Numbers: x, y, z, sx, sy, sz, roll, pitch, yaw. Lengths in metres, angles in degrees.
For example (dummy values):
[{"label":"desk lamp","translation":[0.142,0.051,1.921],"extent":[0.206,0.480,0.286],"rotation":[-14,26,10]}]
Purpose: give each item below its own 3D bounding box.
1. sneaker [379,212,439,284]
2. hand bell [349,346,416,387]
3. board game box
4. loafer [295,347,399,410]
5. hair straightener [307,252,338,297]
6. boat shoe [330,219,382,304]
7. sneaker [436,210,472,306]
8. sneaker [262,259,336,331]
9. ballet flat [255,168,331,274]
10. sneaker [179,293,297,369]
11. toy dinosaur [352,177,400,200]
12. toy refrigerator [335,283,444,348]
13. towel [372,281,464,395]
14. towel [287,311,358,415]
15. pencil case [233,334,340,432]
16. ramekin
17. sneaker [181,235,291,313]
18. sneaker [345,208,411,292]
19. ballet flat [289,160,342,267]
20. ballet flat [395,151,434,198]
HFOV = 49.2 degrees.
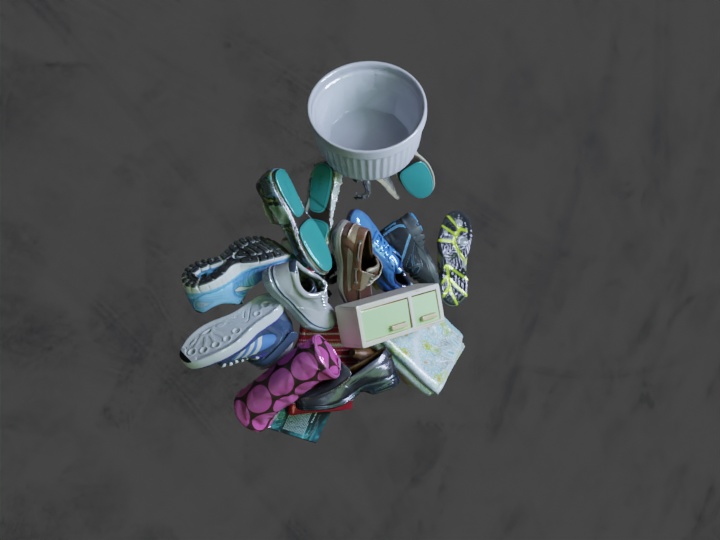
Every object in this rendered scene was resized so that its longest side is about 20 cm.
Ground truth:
[{"label":"sneaker","translation":[0.099,-0.025,1.566],"extent":[0.082,0.073,0.200],"rotation":[-25,124,0]},{"label":"hand bell","translation":[0.051,0.170,1.527],"extent":[0.200,0.104,0.104],"rotation":[14,94,-49]},{"label":"board game box","translation":[-0.095,0.217,1.490],"extent":[0.135,0.028,0.200],"rotation":[29,85,-40]},{"label":"loafer","translation":[-0.029,0.199,1.437],"extent":[0.200,0.073,0.072],"rotation":[-18,103,-19]},{"label":"hair straightener","translation":[-0.067,0.008,1.455],"extent":[0.200,0.041,0.077],"rotation":[-33,127,-33]},{"label":"boat shoe","translation":[0.000,0.000,1.419],"extent":[0.076,0.072,0.200],"rotation":[-60,147,-41]},{"label":"sneaker","translation":[0.185,-0.025,1.628],"extent":[0.075,0.076,0.200],"rotation":[9,80,-7]},{"label":"sneaker","translation":[-0.085,0.047,1.341],"extent":[0.200,0.071,0.073],"rotation":[42,36,-51]},{"label":"ballet flat","translation":[-0.117,-0.078,1.344],"extent":[0.074,0.074,0.200],"rotation":[-30,101,-29]},{"label":"sneaker","translation":[-0.199,0.141,1.342],"extent":[0.200,0.081,0.147],"rotation":[-34,138,-23]},{"label":"toy dinosaur","translation":[0.017,-0.181,1.459],"extent":[0.088,0.047,0.200],"rotation":[-51,131,-24]},{"label":"toy refrigerator","translation":[0.058,0.079,1.423],"extent":[0.200,0.070,0.076],"rotation":[-13,97,-38]},{"label":"towel","translation":[0.106,0.126,1.526],"extent":[0.200,0.048,0.171],"rotation":[43,41,-5]},{"label":"towel","translation":[-0.064,0.172,1.469],"extent":[0.145,0.022,0.200],"rotation":[3,100,-38]},{"label":"pencil case","translation":[-0.122,0.198,1.364],"extent":[0.200,0.091,0.094],"rotation":[-36,120,17]},{"label":"ramekin","translation":[0.012,-0.248,1.339],"extent":[0.200,0.200,0.105],"rotation":[-45,158,-20]},{"label":"sneaker","translation":[-0.208,0.009,1.328],"extent":[0.200,0.078,0.090],"rotation":[-24,135,-28]},{"label":"sneaker","translation":[0.039,-0.037,1.469],"extent":[0.066,0.078,0.200],"rotation":[-57,135,-33]},{"label":"ballet flat","translation":[-0.070,-0.096,1.402],"extent":[0.072,0.072,0.200],"rotation":[12,97,-40]},{"label":"ballet flat","translation":[0.084,-0.214,1.484],"extent":[0.070,0.069,0.200],"rotation":[-56,141,-12]}]
